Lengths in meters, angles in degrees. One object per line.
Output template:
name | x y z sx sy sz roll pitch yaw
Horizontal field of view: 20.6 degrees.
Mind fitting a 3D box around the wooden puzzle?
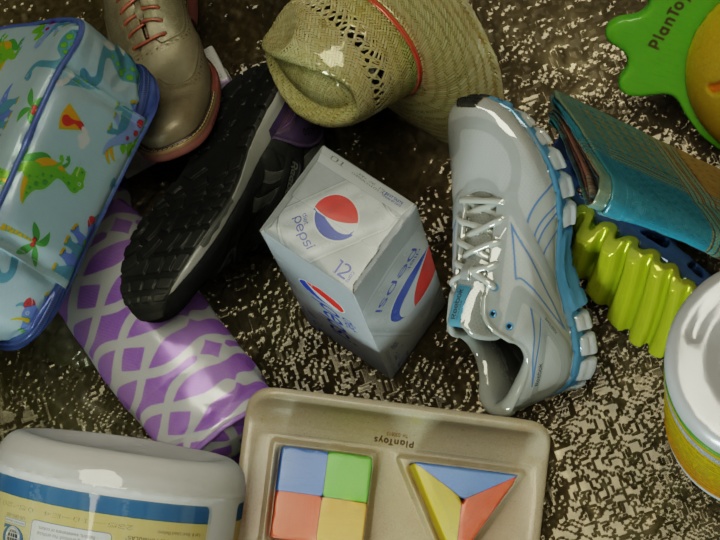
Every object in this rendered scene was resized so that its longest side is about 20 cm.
wooden puzzle | 0.014 0.178 1.161 0.185 0.046 0.201 8 86 -5

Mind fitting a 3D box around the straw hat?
straw hat | -0.011 -0.135 1.210 0.085 0.201 0.201 -38 71 -20

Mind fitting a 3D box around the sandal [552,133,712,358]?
sandal | 0.163 -0.023 1.223 0.200 0.080 0.087 40 55 9

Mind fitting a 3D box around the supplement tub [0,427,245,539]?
supplement tub | -0.148 0.197 1.122 0.144 0.145 0.201 8 88 11

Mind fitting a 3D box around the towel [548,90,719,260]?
towel | 0.206 -0.033 1.150 0.200 0.147 0.022 23 112 -17

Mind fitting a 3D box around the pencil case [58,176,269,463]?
pencil case | -0.130 0.038 1.244 0.084 0.085 0.200 -39 71 10

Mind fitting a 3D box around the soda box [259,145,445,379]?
soda box | 0.000 0.000 1.173 0.068 0.200 0.064 33 80 16

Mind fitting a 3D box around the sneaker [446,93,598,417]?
sneaker | 0.082 -0.004 1.170 0.087 0.075 0.201 -30 112 -38

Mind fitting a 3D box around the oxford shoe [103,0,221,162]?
oxford shoe | -0.139 -0.150 1.268 0.070 0.075 0.200 -23 45 5

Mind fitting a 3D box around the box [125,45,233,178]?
box | -0.173 -0.079 1.303 0.200 0.039 0.041 -29 47 -1

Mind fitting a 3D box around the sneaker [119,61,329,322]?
sneaker | -0.071 -0.033 1.228 0.076 0.088 0.200 -9 42 42

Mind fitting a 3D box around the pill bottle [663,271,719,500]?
pill bottle | 0.227 0.074 1.116 0.111 0.200 0.111 -2 73 8

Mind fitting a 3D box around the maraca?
maraca | 0.248 -0.129 1.205 0.199 0.107 0.137 21 115 -11

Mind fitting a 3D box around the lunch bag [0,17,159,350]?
lunch bag | -0.216 -0.054 1.203 0.161 0.082 0.200 -1 62 49
